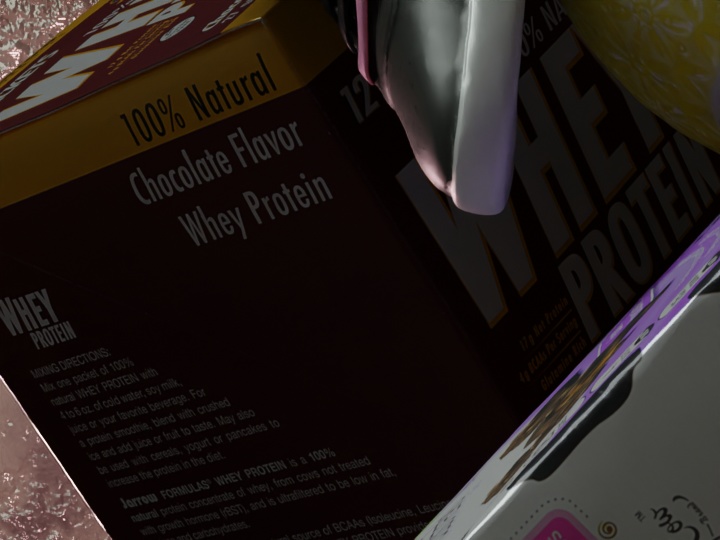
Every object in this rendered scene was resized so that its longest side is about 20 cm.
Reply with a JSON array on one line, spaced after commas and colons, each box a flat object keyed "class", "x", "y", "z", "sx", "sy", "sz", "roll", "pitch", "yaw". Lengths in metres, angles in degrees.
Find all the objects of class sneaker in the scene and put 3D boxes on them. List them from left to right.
[{"class": "sneaker", "x": -0.013, "y": -0.085, "z": 0.704, "sx": 0.201, "sy": 0.098, "sz": 0.071, "roll": -98, "pitch": 9, "yaw": -45}]

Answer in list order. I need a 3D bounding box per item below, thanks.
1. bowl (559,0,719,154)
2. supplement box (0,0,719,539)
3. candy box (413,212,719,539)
[{"class": "bowl", "x": 0.130, "y": -0.069, "z": 0.672, "sx": 0.200, "sy": 0.199, "sz": 0.108, "roll": 130, "pitch": 151, "yaw": -58}, {"class": "supplement box", "x": 0.000, "y": 0.000, "z": 0.861, "sx": 0.197, "sy": 0.201, "sz": 0.133, "roll": -18, "pitch": 21, "yaw": 47}, {"class": "candy box", "x": 0.044, "y": 0.071, "z": 0.569, "sx": 0.200, "sy": 0.072, "sz": 0.168, "roll": -47, "pitch": -2, "yaw": 6}]
